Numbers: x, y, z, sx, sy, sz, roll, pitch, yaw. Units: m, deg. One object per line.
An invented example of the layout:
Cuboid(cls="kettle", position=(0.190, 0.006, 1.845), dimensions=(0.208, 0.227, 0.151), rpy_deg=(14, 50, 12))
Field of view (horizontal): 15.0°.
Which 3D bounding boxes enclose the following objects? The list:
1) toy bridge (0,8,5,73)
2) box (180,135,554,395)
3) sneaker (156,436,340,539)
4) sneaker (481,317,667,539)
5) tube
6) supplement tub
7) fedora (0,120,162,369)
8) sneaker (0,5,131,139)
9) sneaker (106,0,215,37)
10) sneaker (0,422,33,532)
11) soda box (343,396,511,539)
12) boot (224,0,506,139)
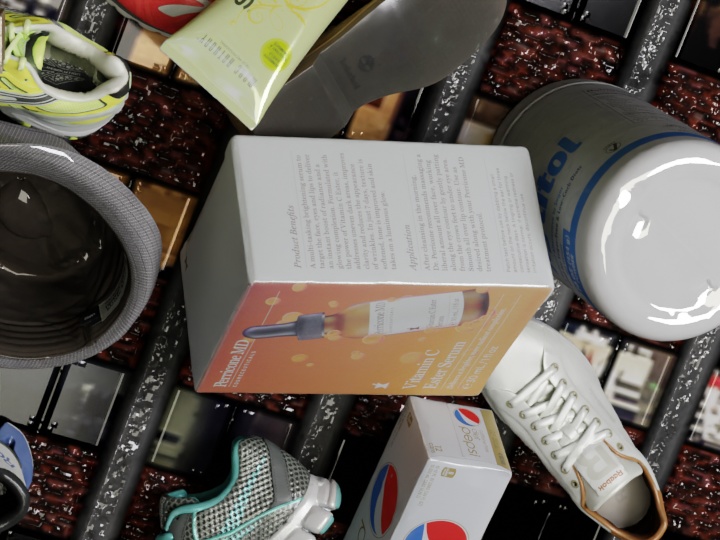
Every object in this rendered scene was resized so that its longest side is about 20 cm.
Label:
Cuboid(cls="toy bridge", position=(-0.310, -0.122, 1.613), dimensions=(0.199, 0.027, 0.068), rpy_deg=(0, 105, -6))
Cuboid(cls="box", position=(0.000, 0.000, 1.741), dimensions=(0.199, 0.152, 0.107), rpy_deg=(1, 61, -18))
Cuboid(cls="sneaker", position=(-0.109, 0.191, 1.822), dimensions=(0.091, 0.078, 0.200), rpy_deg=(45, 85, -8))
Cuboid(cls="sneaker", position=(0.151, 0.109, 1.873), dimensions=(0.073, 0.085, 0.200), rpy_deg=(-41, 112, -1))
Cuboid(cls="tube", position=(-0.034, -0.181, 1.710), dimensions=(0.200, 0.058, 0.052), rpy_deg=(-49, 140, -20))
Cuboid(cls="supplement tub", position=(0.171, -0.042, 1.770), dimensions=(0.131, 0.200, 0.133), rpy_deg=(-5, 107, -17))
Cuboid(cls="fedora", position=(-0.217, -0.031, 1.694), dimensions=(0.177, 0.090, 0.200), rpy_deg=(-35, 128, 21))
Cuboid(cls="sneaker", position=(-0.232, -0.140, 1.670), dimensions=(0.199, 0.076, 0.076), rpy_deg=(12, 71, -26))
Cuboid(cls="sneaker", position=(-0.146, -0.202, 1.684), dimensions=(0.200, 0.085, 0.077), rpy_deg=(35, 94, -23))
Cuboid(cls="sneaker", position=(-0.294, 0.130, 1.719), dimensions=(0.199, 0.115, 0.081), rpy_deg=(6, 103, -19))
Cuboid(cls="soda box", position=(0.033, 0.184, 1.830), dimensions=(0.063, 0.068, 0.201), rpy_deg=(10, 123, -20))
Cuboid(cls="boot", position=(0.000, -0.146, 1.754), dimensions=(0.200, 0.075, 0.074), rpy_deg=(-31, 121, -13))
